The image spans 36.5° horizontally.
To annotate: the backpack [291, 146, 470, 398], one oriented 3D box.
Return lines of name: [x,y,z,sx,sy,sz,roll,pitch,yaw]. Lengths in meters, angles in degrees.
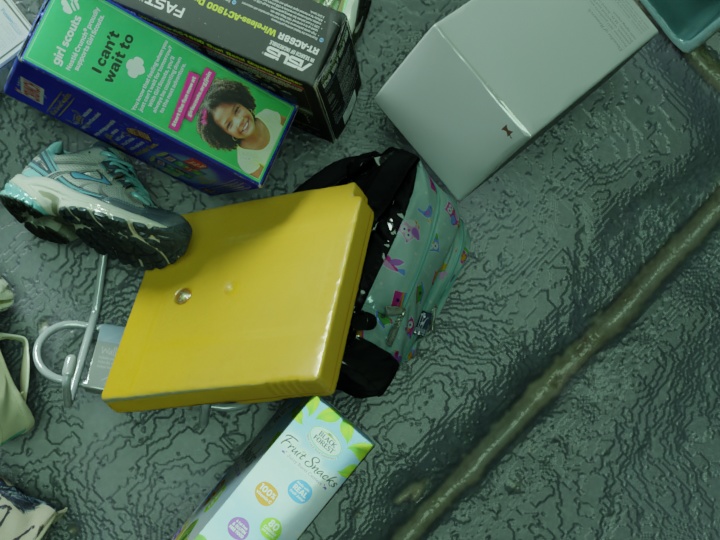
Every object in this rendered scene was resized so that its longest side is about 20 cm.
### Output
backpack: [0.000,0.000,0.901,0.127,0.166,0.201,48,62,-41]

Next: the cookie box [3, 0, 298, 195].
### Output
cookie box: [-0.172,-0.138,0.870,0.199,0.171,0.076,26,82,-20]

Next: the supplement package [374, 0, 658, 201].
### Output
supplement package: [0.132,-0.173,0.918,0.118,0.117,0.200,50,56,1]

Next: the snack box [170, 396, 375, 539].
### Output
snack box: [-0.084,0.189,0.871,0.068,0.169,0.200,42,81,-3]

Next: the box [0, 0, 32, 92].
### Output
box: [-0.381,-0.177,0.935,0.200,0.060,0.117,-41,89,-7]

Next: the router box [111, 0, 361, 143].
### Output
router box: [-0.102,-0.184,0.863,0.198,0.150,0.063,24,84,7]

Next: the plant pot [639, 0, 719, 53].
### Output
plant pot: [0.335,-0.354,0.960,0.200,0.196,0.197,-38,89,-18]

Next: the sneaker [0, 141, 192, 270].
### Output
sneaker: [-0.211,-0.065,0.897,0.199,0.078,0.087,16,65,31]

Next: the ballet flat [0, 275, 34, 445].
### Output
ballet flat: [-0.317,0.049,0.920,0.069,0.070,0.202,-15,80,-6]

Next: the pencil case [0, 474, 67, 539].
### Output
pencil case: [-0.343,0.173,0.897,0.199,0.089,0.078,39,111,0]

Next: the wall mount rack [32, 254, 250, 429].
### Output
wall mount rack: [-0.173,0.041,0.930,0.198,0.075,0.175,10,54,-5]

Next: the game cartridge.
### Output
game cartridge: [-0.091,0.022,0.834,0.198,0.032,0.178,-7,52,28]

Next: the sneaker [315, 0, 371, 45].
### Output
sneaker: [-0.042,-0.226,0.969,0.088,0.077,0.202,14,81,5]
